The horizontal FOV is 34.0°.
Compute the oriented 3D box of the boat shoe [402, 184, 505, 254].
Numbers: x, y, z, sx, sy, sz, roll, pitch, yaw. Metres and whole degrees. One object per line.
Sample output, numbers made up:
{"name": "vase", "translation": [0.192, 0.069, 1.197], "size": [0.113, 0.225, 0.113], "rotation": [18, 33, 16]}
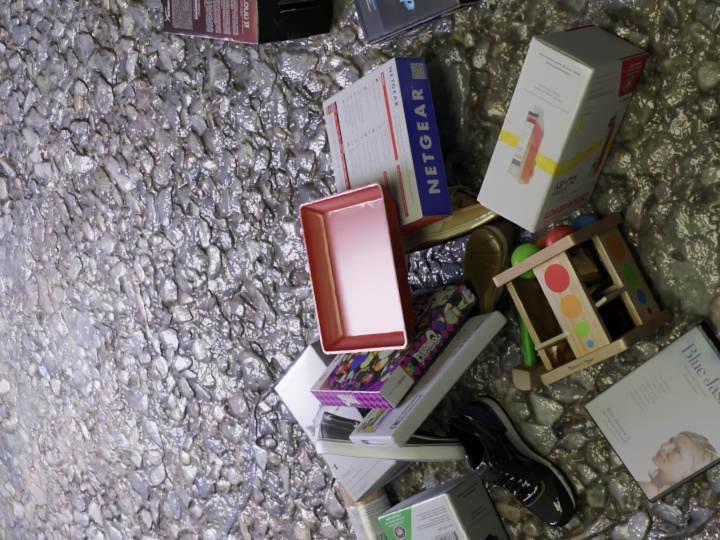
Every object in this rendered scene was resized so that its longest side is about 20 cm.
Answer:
{"name": "boat shoe", "translation": [0.113, -0.073, 1.485], "size": [0.198, 0.073, 0.067], "rotation": [-19, 87, 42]}

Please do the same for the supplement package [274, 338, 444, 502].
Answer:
{"name": "supplement package", "translation": [-0.003, 0.195, 1.641], "size": [0.201, 0.117, 0.117], "rotation": [52, 131, 15]}

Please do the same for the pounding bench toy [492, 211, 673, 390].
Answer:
{"name": "pounding bench toy", "translation": [0.230, 0.039, 1.389], "size": [0.199, 0.124, 0.158], "rotation": [-32, 83, 42]}

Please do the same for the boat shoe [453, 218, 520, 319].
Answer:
{"name": "boat shoe", "translation": [0.161, 0.016, 1.480], "size": [0.073, 0.064, 0.201], "rotation": [49, 148, 25]}

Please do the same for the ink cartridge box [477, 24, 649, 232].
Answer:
{"name": "ink cartridge box", "translation": [0.226, -0.160, 1.317], "size": [0.083, 0.144, 0.202], "rotation": [33, 123, 25]}

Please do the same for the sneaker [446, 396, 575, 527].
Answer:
{"name": "sneaker", "translation": [0.186, 0.262, 1.522], "size": [0.200, 0.087, 0.076], "rotation": [47, 128, 19]}

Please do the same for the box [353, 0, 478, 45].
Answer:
{"name": "box", "translation": [0.048, -0.400, 1.453], "size": [0.158, 0.046, 0.203], "rotation": [-12, 95, 42]}

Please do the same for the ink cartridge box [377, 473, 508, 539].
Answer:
{"name": "ink cartridge box", "translation": [0.133, 0.400, 1.614], "size": [0.146, 0.083, 0.202], "rotation": [-28, 85, 41]}

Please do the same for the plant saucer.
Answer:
{"name": "plant saucer", "translation": [0.000, 0.000, 1.490], "size": [0.199, 0.036, 0.203], "rotation": [-10, 90, 57]}

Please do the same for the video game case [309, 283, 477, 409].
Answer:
{"name": "video game case", "translation": [0.039, 0.097, 1.500], "size": [0.036, 0.182, 0.199], "rotation": [46, 158, -17]}

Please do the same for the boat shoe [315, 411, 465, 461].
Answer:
{"name": "boat shoe", "translation": [0.038, 0.210, 1.518], "size": [0.197, 0.070, 0.067], "rotation": [0, 80, 19]}

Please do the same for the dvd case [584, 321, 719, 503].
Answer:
{"name": "dvd case", "translation": [0.372, 0.171, 1.383], "size": [0.200, 0.017, 0.144], "rotation": [-45, 74, 39]}

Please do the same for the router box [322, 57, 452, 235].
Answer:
{"name": "router box", "translation": [0.030, -0.144, 1.494], "size": [0.179, 0.048, 0.203], "rotation": [-19, 79, 56]}

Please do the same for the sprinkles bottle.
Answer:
{"name": "sprinkles bottle", "translation": [0.017, 0.356, 1.708], "size": [0.068, 0.068, 0.203], "rotation": [-19, 92, 42]}

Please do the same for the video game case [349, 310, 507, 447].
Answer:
{"name": "video game case", "translation": [0.079, 0.134, 1.427], "size": [0.022, 0.200, 0.182], "rotation": [44, 163, -6]}

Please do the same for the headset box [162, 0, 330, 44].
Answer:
{"name": "headset box", "translation": [-0.144, -0.350, 1.563], "size": [0.198, 0.148, 0.076], "rotation": [15, 114, 37]}
